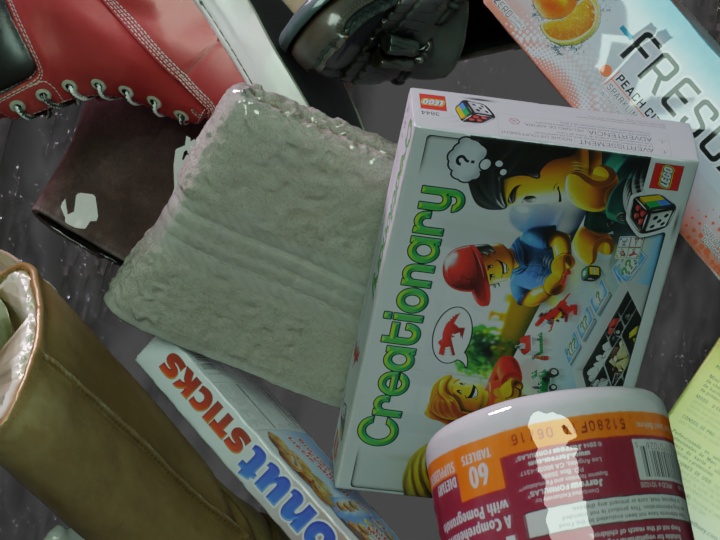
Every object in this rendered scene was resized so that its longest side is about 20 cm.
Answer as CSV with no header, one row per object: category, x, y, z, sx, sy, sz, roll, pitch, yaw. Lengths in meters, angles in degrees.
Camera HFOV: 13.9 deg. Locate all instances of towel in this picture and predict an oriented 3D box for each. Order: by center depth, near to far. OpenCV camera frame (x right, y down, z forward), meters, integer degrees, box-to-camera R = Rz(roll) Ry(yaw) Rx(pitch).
towel,0.000,0.000,1.340,0.199,0.133,0.035,23,28,-19

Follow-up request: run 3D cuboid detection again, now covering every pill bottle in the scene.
pill bottle,0.097,0.158,1.261,0.109,0.110,0.201,-11,74,0

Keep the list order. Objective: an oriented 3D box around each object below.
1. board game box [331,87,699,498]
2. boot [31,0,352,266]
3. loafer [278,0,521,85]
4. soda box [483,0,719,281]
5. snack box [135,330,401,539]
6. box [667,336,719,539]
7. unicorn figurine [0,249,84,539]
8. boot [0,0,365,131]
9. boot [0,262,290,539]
board game box,0.065,0.018,1.313,0.126,0.201,0.035,6,34,-8
boot,-0.112,-0.097,1.427,0.200,0.072,0.167,33,75,9
loafer,0.039,-0.121,1.378,0.063,0.200,0.072,50,125,8
soda box,0.146,-0.069,1.335,0.068,0.064,0.200,-41,81,11
snack box,-0.021,0.106,1.355,0.024,0.072,0.200,-45,74,10
box,0.150,0.119,1.353,0.075,0.050,0.200,32,76,12
unicorn figurine,-0.154,0.060,1.363,0.074,0.137,0.201,-29,54,29
boot,-0.097,-0.082,1.374,0.144,0.072,0.200,-39,86,15
boot,-0.100,0.118,1.272,0.066,0.200,0.176,-30,38,14
